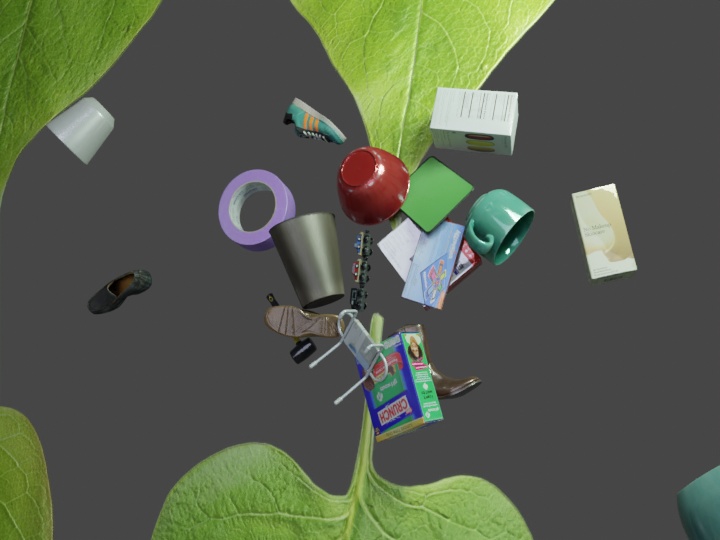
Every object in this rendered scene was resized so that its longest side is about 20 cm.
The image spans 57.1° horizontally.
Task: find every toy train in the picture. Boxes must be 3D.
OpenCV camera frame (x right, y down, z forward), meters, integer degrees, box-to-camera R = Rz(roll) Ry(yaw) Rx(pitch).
[{"bbox_3d":[0.000,0.000,1.645,0.045,0.034,0.206,0,77,28],"label":"toy train"}]

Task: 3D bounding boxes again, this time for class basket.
[{"bbox_3d":[-0.118,-0.020,1.628,0.176,0.136,0.206,-10,77,-27],"label":"basket"}]

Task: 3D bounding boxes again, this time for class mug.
[{"bbox_3d":[0.304,-0.109,1.506,0.114,0.184,0.154,40,98,24],"label":"mug"},{"bbox_3d":[-0.810,-0.428,1.921,0.186,0.150,0.154,41,81,14],"label":"mug"}]

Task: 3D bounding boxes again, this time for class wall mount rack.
[{"bbox_3d":[-0.030,0.195,1.509,0.201,0.073,0.176,49,123,36],"label":"wall mount rack"}]

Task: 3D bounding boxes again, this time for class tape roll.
[{"bbox_3d":[-0.272,-0.158,1.742,0.194,0.066,0.207,-4,76,15],"label":"tape roll"}]

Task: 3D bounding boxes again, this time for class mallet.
[{"bbox_3d":[-0.189,0.146,1.661,0.066,0.041,0.200,-43,66,-2],"label":"mallet"}]

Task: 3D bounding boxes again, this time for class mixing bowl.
[{"bbox_3d":[0.016,-0.229,1.639,0.195,0.108,0.206,-9,66,20],"label":"mixing bowl"}]

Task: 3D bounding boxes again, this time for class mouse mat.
[{"bbox_3d":[0.169,-0.188,1.610,0.161,0.008,0.200,-43,42,1],"label":"mouse mat"}]

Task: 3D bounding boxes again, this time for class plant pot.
[{"bbox_3d":[0.703,0.467,1.255,0.198,0.201,0.163,-32,56,5],"label":"plant pot"}]

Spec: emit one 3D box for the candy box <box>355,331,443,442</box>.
[{"bbox_3d":[0.084,0.264,1.493,0.168,0.076,0.205,-34,65,42],"label":"candy box"}]

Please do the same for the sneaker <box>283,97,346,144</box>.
[{"bbox_3d":[-0.124,-0.375,1.756,0.199,0.071,0.081,38,93,25],"label":"sneaker"}]

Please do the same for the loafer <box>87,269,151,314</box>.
[{"bbox_3d":[-0.666,0.052,1.795,0.197,0.072,0.074,-32,71,7],"label":"loafer"}]

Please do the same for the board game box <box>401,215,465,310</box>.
[{"bbox_3d":[0.172,-0.019,1.555,0.100,0.019,0.205,16,81,20],"label":"board game box"}]

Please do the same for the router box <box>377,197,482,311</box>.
[{"bbox_3d":[0.167,-0.039,1.598,0.178,0.049,0.202,-39,70,3],"label":"router box"}]

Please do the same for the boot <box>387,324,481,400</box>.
[{"bbox_3d":[0.168,0.202,1.534,0.182,0.064,0.205,-21,68,12],"label":"boot"}]

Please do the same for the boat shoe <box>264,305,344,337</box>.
[{"bbox_3d":[-0.136,0.129,1.612,0.193,0.072,0.075,5,82,-2],"label":"boat shoe"}]

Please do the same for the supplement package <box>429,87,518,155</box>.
[{"bbox_3d":[0.279,-0.363,1.613,0.194,0.114,0.113,9,77,18],"label":"supplement package"}]

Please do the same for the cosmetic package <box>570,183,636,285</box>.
[{"bbox_3d":[0.545,-0.079,1.491,0.102,0.071,0.206,-13,74,12],"label":"cosmetic package"}]
